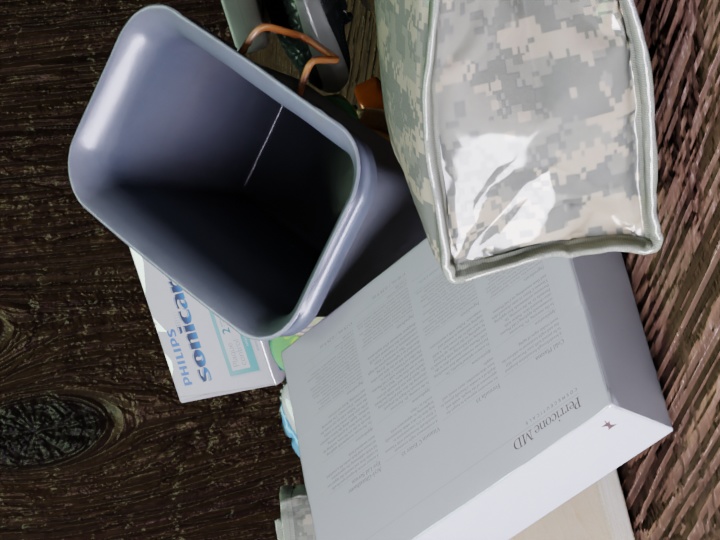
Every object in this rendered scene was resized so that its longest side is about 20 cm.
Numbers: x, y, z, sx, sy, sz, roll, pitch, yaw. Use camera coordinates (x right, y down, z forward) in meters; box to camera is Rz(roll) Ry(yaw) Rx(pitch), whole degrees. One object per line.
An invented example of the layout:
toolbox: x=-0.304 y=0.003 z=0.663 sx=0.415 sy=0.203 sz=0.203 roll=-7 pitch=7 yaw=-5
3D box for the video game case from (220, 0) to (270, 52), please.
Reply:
video game case: x=-0.092 y=-0.239 z=1.388 sx=0.200 sy=0.023 sz=0.183 roll=-94 pitch=-13 yaw=-73

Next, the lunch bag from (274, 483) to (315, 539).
lunch bag: x=0.031 y=0.226 z=1.504 sx=0.118 sy=0.163 sz=0.201 roll=-97 pitch=2 yaw=-66

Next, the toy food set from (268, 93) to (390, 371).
toy food set: x=0.000 y=0.000 z=1.370 sx=0.198 sy=0.048 sz=0.201 roll=53 pitch=133 yaw=34

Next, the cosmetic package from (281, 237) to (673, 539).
cosmetic package: x=0.051 y=0.059 z=1.125 sx=0.200 sy=0.052 sz=0.151 roll=-38 pitch=46 yaw=33

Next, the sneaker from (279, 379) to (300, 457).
sneaker: x=0.037 y=0.114 z=1.413 sx=0.075 sy=0.199 sz=0.087 roll=-49 pitch=-15 yaw=-27

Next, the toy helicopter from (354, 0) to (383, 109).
toy helicopter: x=0.032 y=-0.142 z=1.477 sx=0.133 sy=0.079 sz=0.200 roll=64 pitch=-174 yaw=9

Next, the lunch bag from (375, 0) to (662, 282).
lunch bag: x=0.064 y=-0.124 z=0.990 sx=0.164 sy=0.117 sz=0.201 roll=-108 pitch=9 yaw=-66

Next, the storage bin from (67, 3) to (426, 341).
storage bin: x=-0.041 y=-0.059 z=1.269 sx=0.200 sy=0.134 sz=0.146 roll=36 pitch=107 yaw=34

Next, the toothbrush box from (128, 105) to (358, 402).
toothbrush box: x=-0.061 y=-0.015 z=1.531 sx=0.200 sy=0.085 sz=0.147 roll=-28 pitch=-77 yaw=-56

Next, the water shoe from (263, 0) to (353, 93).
water shoe: x=-0.025 y=-0.206 z=1.332 sx=0.071 sy=0.079 sz=0.201 roll=-161 pitch=52 yaw=-71

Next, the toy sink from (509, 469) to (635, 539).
toy sink: x=0.076 y=0.157 z=1.252 sx=0.201 sy=0.111 sz=0.131 roll=91 pitch=171 yaw=-54
